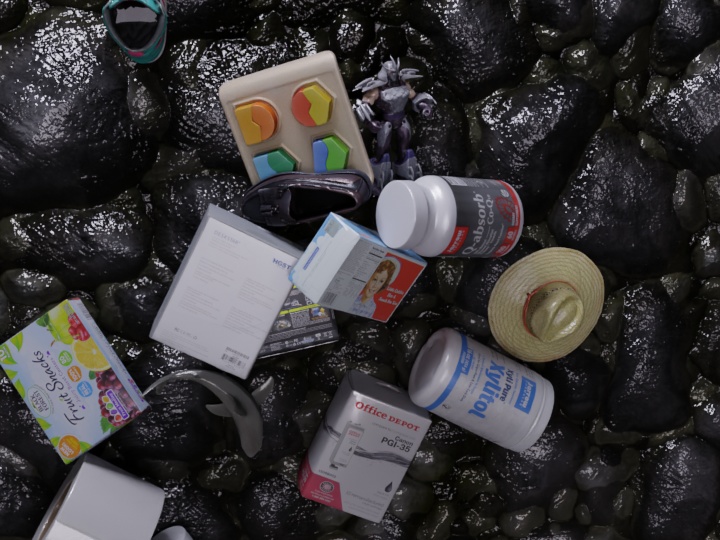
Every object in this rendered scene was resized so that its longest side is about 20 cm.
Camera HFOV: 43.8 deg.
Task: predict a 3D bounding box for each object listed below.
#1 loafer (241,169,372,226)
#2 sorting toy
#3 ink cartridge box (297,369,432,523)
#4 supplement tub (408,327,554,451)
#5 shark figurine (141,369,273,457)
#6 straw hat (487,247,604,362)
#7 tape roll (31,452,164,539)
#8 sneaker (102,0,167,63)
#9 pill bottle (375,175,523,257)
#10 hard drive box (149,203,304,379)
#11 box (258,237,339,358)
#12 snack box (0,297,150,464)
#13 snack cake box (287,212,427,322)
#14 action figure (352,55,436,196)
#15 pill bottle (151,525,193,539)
[{"bbox_3d":[-0.083,-0.100,1.266,0.198,0.063,0.072,-8,117,17],"label":"loafer"},{"bbox_3d":[-0.093,-0.190,1.276,0.184,0.037,0.201,-12,108,19],"label":"sorting toy"},{"bbox_3d":[0.005,0.281,1.437,0.146,0.083,0.201,22,103,-13],"label":"ink cartridge box"},{"bbox_3d":[0.188,0.187,1.406,0.199,0.132,0.133,26,102,-14],"label":"supplement tub"},{"bbox_3d":[-0.217,0.199,1.385,0.214,0.090,0.128,35,99,-17],"label":"shark figurine"},{"bbox_3d":[0.305,0.067,1.406,0.199,0.085,0.203,-2,107,-7],"label":"straw hat"},{"bbox_3d":[-0.406,0.398,1.362,0.139,0.203,0.203,31,101,-15],"label":"tape roll"},{"bbox_3d":[-0.295,-0.373,1.180,0.083,0.121,0.202,-2,107,-6],"label":"sneaker"},{"bbox_3d":[0.128,-0.077,1.289,0.199,0.116,0.117,-1,109,-35],"label":"pill bottle"},{"bbox_3d":[-0.191,0.031,1.293,0.155,0.077,0.201,26,102,-14],"label":"hard drive box"},{"bbox_3d":[-0.143,0.049,1.369,0.198,0.044,0.161,-13,107,-3],"label":"box"},{"bbox_3d":[-0.430,0.163,1.335,0.142,0.053,0.201,-34,89,5],"label":"snack box"},{"bbox_3d":[0.000,0.000,1.299,0.115,0.067,0.200,-56,148,9],"label":"snack cake box"},{"bbox_3d":[0.050,-0.210,1.295,0.129,0.069,0.201,-14,118,-22],"label":"action figure"},{"bbox_3d":[-0.274,0.525,1.462,0.113,0.113,0.201,-29,108,3],"label":"pill bottle"}]
